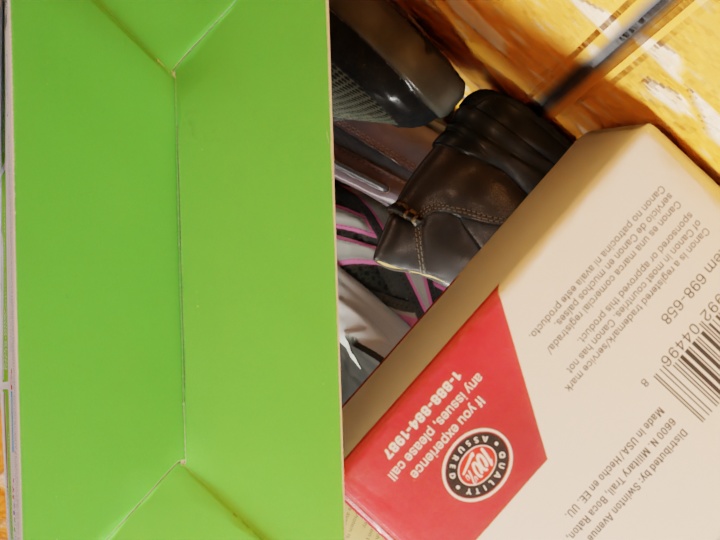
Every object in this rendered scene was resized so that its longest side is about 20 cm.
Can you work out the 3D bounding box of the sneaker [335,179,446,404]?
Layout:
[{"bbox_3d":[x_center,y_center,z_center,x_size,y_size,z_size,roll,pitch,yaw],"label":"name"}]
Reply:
[{"bbox_3d":[0.000,0.000,1.144,0.200,0.086,0.080,47,149,12],"label":"sneaker"}]

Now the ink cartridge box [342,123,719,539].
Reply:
[{"bbox_3d":[0.104,0.074,0.883,0.200,0.144,0.084,43,176,-7],"label":"ink cartridge box"}]

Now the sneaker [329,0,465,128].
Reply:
[{"bbox_3d":[-0.045,-0.065,1.020,0.199,0.114,0.076,28,166,50],"label":"sneaker"}]

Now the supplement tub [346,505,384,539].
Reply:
[{"bbox_3d":[-0.027,0.106,1.230,0.199,0.145,0.145,25,-178,-27],"label":"supplement tub"}]

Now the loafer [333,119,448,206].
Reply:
[{"bbox_3d":[0.023,-0.026,1.092,0.200,0.063,0.072,40,172,17],"label":"loafer"}]

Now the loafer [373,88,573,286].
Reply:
[{"bbox_3d":[0.093,0.028,0.984,0.200,0.072,0.073,41,173,0],"label":"loafer"}]

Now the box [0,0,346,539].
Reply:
[{"bbox_3d":[-0.065,0.004,0.869,0.096,0.201,0.176,-2,177,-7],"label":"box"}]

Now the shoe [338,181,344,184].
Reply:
[{"bbox_3d":[0.005,-0.030,1.204,0.200,0.070,0.053,46,153,2],"label":"shoe"}]
